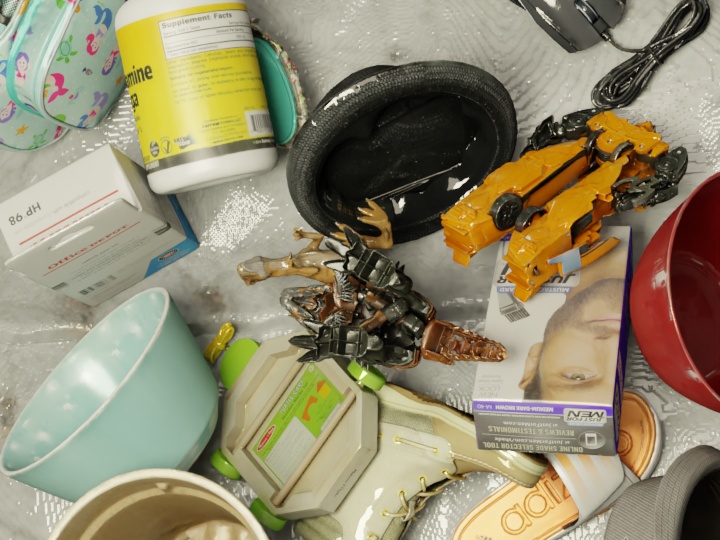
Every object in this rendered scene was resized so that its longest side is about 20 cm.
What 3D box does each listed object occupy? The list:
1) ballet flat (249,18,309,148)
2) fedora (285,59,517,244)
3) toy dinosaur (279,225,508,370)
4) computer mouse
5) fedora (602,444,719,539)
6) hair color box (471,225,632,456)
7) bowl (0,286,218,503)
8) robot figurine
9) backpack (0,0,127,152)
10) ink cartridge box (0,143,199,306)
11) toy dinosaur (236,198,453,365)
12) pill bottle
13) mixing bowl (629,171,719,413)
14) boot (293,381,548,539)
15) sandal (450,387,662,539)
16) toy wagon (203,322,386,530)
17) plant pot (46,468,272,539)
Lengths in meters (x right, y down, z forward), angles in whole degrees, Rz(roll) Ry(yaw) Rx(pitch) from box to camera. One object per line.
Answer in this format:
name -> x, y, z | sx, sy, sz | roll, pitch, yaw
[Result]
ballet flat -> -0.098, -0.191, 1.519 | 0.076, 0.064, 0.200 | -46, 73, 29
fedora -> 0.027, -0.116, 1.449 | 0.200, 0.201, 0.092 | -30, 43, 5
toy dinosaur -> 0.020, 0.034, 1.338 | 0.199, 0.136, 0.103 | -9, 69, 27
computer mouse -> 0.202, -0.249, 1.473 | 0.140, 0.046, 0.200 | -39, 74, 5
fedora -> 0.247, 0.238, 1.335 | 0.090, 0.176, 0.202 | -10, 85, 40
hair color box -> 0.155, 0.051, 1.368 | 0.108, 0.065, 0.201 | 1, 45, 13
bowl -> -0.193, 0.122, 1.434 | 0.201, 0.201, 0.105 | -46, 110, 1
robot figurine -> 0.169, -0.061, 1.398 | 0.199, 0.058, 0.145 | -34, 45, -26
backpack -> -0.283, -0.201, 1.505 | 0.150, 0.177, 0.201 | 37, 93, 21
ink cartridge box -> -0.225, -0.039, 1.449 | 0.115, 0.200, 0.067 | -28, 75, 6
toy dinosaur -> 0.000, 0.000, 1.436 | 0.199, 0.107, 0.061 | 16, 47, -4
pill bottle -> -0.142, -0.171, 1.445 | 0.112, 0.112, 0.201 | -12, 90, 10
mixing bowl -> 0.285, 0.029, 1.352 | 0.199, 0.108, 0.202 | 7, 76, -28
boot -> 0.045, 0.182, 1.402 | 0.199, 0.072, 0.156 | 19, 85, 35
sandal -> 0.158, 0.177, 1.398 | 0.206, 0.059, 0.079 | -40, 75, 3
toy wagon -> -0.063, 0.113, 1.445 | 0.156, 0.039, 0.200 | -54, 47, 9
plant pot -> -0.135, 0.263, 1.382 | 0.199, 0.183, 0.202 | -2, 81, 12
